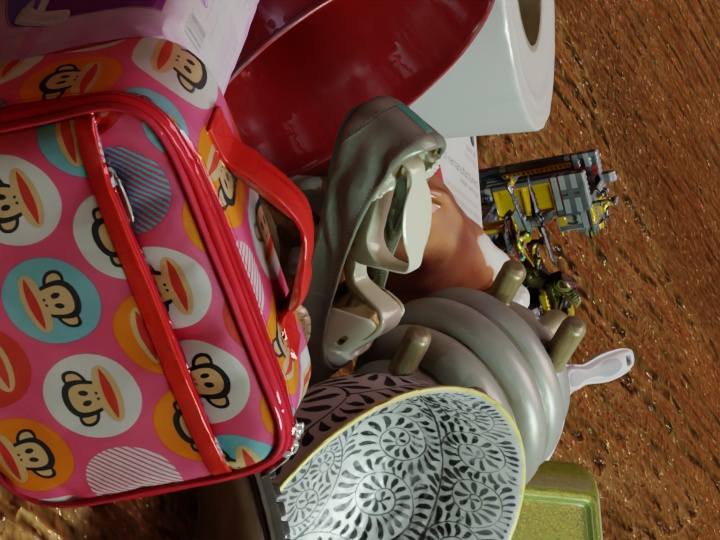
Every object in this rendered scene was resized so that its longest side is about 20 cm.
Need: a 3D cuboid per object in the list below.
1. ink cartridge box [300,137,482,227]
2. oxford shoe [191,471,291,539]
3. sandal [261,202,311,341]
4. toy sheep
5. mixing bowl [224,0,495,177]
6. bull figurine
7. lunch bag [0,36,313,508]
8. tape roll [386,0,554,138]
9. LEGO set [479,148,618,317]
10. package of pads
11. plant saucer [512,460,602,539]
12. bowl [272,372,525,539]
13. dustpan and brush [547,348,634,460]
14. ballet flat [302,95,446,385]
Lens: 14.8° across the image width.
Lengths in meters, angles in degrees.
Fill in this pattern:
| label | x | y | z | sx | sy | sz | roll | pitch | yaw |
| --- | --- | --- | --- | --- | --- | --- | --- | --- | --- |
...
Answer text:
| label | x | y | z | sx | sy | sz | roll | pitch | yaw |
| --- | --- | --- | --- | --- | --- | --- | --- | --- | --- |
| ink cartridge box | 0.012 | -0.127 | 1.733 | 0.147 | 0.082 | 0.201 | 35 | 49 | -64 |
| oxford shoe | -0.076 | 0.170 | 1.312 | 0.073 | 0.084 | 0.201 | -174 | -93 | -72 |
| sandal | -0.058 | 0.021 | 1.476 | 0.212 | 0.069 | 0.078 | -69 | 144 | -57 |
| toy sheep | 0.061 | 0.070 | 1.595 | 0.199 | 0.137 | 0.139 | -28 | 110 | -38 |
| mixing bowl | -0.036 | -0.144 | 1.485 | 0.109 | 0.200 | 0.200 | 57 | 12 | 18 |
| bull figurine | 0.027 | -0.011 | 1.653 | 0.200 | 0.121 | 0.066 | 57 | 32 | -61 |
| lunch bag | -0.101 | 0.001 | 1.193 | 0.082 | 0.175 | 0.201 | -71 | 146 | -56 |
| tape roll | 0.066 | -0.181 | 1.638 | 0.202 | 0.070 | 0.204 | -3 | 90 | -77 |
| LEGO set | 0.132 | -0.004 | 1.969 | 0.200 | 0.115 | 0.155 | -34 | 113 | -69 |
| package of pads | -0.114 | -0.120 | 1.302 | 0.200 | 0.120 | 0.076 | -75 | 149 | -52 |
| plant saucer | 0.080 | 0.202 | 1.662 | 0.199 | 0.048 | 0.201 | 8 | 70 | -33 |
| bowl | -0.018 | 0.126 | 1.457 | 0.200 | 0.094 | 0.202 | -25 | 133 | -30 |
| dustpan and brush | 0.114 | 0.080 | 1.870 | 0.200 | 0.057 | 0.141 | -17 | 99 | -52 |
| ballet flat | 0.000 | 0.000 | 1.537 | 0.067 | 0.064 | 0.201 | -24 | 139 | -49 |
